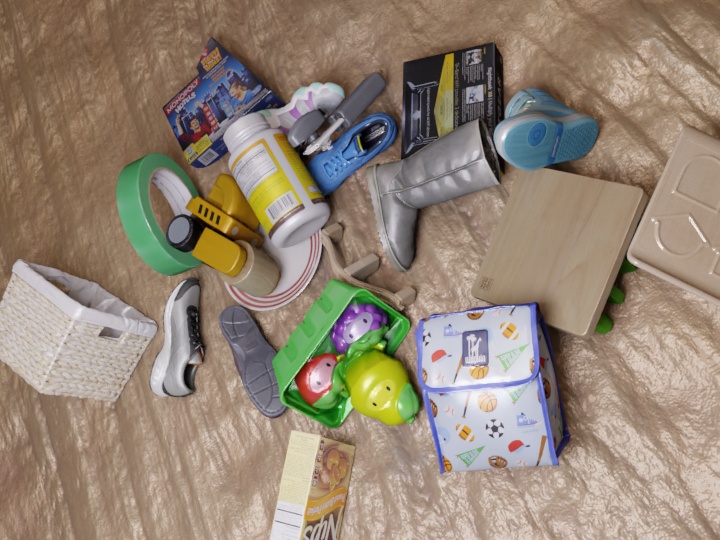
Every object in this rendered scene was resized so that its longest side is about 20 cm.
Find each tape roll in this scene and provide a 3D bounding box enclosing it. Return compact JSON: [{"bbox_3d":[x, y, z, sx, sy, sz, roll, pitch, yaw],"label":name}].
[{"bbox_3d":[-0.329,-0.095,1.440,0.047,0.200,0.205,-19,65,20],"label":"tape roll"}]

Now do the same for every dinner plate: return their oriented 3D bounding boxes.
[{"bbox_3d":[-0.147,-0.030,1.426,0.196,0.024,0.205,-9,70,26],"label":"dinner plate"}]

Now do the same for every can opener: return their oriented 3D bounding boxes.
[{"bbox_3d":[-0.033,-0.256,1.372,0.200,0.067,0.052,-46,17,-28],"label":"can opener"}]

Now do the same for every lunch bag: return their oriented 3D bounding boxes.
[{"bbox_3d":[0.167,0.148,1.105,0.166,0.124,0.205,-8,99,22],"label":"lunch bag"}]

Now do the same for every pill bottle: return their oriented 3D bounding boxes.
[{"bbox_3d":[-0.138,-0.146,1.356,0.108,0.109,0.202,-34,78,13],"label":"pill bottle"}]

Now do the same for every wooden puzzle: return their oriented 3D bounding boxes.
[{"bbox_3d":[0.453,-0.058,1.079,0.182,0.046,0.203,26,81,7],"label":"wooden puzzle"}]

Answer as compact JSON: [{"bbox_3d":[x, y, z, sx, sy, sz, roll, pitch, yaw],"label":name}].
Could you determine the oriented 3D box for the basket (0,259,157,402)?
[{"bbox_3d":[-0.497,0.109,1.468,0.198,0.197,0.164,26,90,31],"label":"basket"}]

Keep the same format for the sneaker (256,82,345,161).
[{"bbox_3d":[-0.102,-0.221,1.441,0.197,0.077,0.143,-22,66,30],"label":"sneaker"}]

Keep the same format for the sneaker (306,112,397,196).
[{"bbox_3d":[-0.026,-0.185,1.373,0.198,0.078,0.067,-36,91,13],"label":"sneaker"}]

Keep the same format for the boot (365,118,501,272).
[{"bbox_3d":[0.115,-0.107,1.259,0.196,0.072,0.186,-14,96,20],"label":"boot"}]

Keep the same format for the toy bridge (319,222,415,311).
[{"bbox_3d":[0.000,0.000,1.316,0.066,0.028,0.199,-27,52,-31],"label":"toy bridge"}]

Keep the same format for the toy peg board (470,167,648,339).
[{"bbox_3d":[0.284,-0.018,1.168,0.197,0.097,0.204,20,84,47],"label":"toy peg board"}]

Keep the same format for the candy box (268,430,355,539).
[{"bbox_3d":[-0.071,0.339,1.210,0.054,0.115,0.205,3,75,29],"label":"candy box"}]

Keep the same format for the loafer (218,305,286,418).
[{"bbox_3d":[-0.167,0.150,1.367,0.071,0.063,0.202,-23,65,-15],"label":"loafer"}]

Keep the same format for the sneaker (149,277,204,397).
[{"bbox_3d":[-0.292,0.114,1.435,0.077,0.074,0.205,6,83,19],"label":"sneaker"}]

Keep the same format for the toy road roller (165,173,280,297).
[{"bbox_3d":[-0.204,-0.063,1.382,0.198,0.123,0.148,30,88,32],"label":"toy road roller"}]

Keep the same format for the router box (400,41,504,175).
[{"bbox_3d":[0.142,-0.239,1.325,0.154,0.052,0.205,-6,71,26],"label":"router box"}]

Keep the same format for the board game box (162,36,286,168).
[{"bbox_3d":[-0.259,-0.315,1.558,0.199,0.061,0.202,-37,59,12],"label":"board game box"}]

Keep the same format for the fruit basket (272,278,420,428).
[{"bbox_3d":[-0.008,0.141,1.236,0.213,0.155,0.220,-24,50,31],"label":"fruit basket"}]

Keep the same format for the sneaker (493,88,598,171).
[{"bbox_3d":[0.230,-0.205,1.206,0.130,0.197,0.081,42,125,38],"label":"sneaker"}]
